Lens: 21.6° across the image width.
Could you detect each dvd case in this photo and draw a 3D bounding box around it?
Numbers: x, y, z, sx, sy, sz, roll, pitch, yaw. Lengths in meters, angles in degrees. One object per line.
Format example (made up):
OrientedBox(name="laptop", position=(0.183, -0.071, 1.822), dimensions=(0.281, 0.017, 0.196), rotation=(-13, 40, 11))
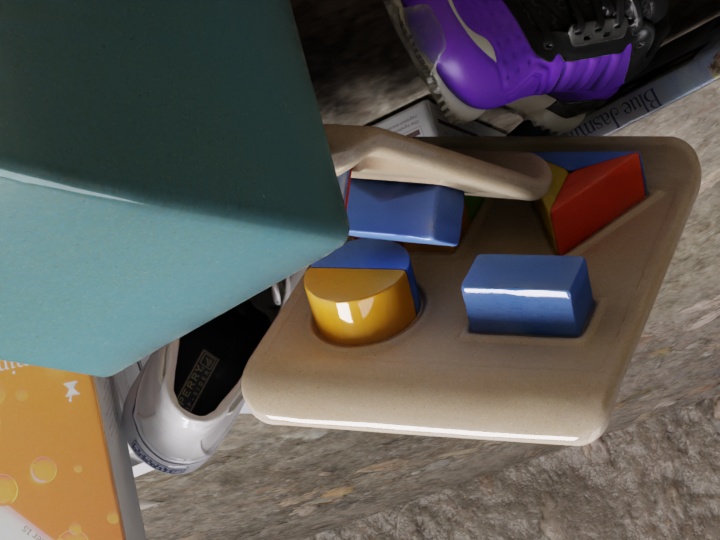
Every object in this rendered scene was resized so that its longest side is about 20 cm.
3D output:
OrientedBox(name="dvd case", position=(0.154, -0.101, 1.027), dimensions=(0.199, 0.018, 0.143), rotation=(-27, -173, 29))

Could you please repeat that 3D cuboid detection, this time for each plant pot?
OrientedBox(name="plant pot", position=(-0.133, -0.055, 0.655), dimensions=(0.141, 0.143, 0.199), rotation=(-28, 158, 35))

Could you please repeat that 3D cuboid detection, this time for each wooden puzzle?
OrientedBox(name="wooden puzzle", position=(-0.034, -0.041, 0.855), dimensions=(0.184, 0.047, 0.199), rotation=(5, -178, 30))
OrientedBox(name="wooden puzzle", position=(0.054, -0.006, 0.909), dimensions=(0.184, 0.201, 0.047), rotation=(2, 132, 25))

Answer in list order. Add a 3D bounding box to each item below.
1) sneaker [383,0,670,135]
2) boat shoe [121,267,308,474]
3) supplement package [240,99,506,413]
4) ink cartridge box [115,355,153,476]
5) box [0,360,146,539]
OrientedBox(name="sneaker", position=(0.088, -0.120, 0.879), dimensions=(0.099, 0.070, 0.200), rotation=(-33, 167, 24))
OrientedBox(name="boat shoe", position=(-0.058, 0.010, 0.960), dimensions=(0.073, 0.201, 0.065), rotation=(25, 146, -13))
OrientedBox(name="supplement package", position=(0.000, 0.000, 1.126), dimensions=(0.199, 0.112, 0.155), rotation=(-24, 166, 21))
OrientedBox(name="ink cartridge box", position=(-0.163, 0.065, 1.147), dimensions=(0.066, 0.117, 0.200), rotation=(-20, 168, 2))
OrientedBox(name="box", position=(-0.177, 0.097, 0.917), dimensions=(0.123, 0.202, 0.097), rotation=(-11, -171, -3))
